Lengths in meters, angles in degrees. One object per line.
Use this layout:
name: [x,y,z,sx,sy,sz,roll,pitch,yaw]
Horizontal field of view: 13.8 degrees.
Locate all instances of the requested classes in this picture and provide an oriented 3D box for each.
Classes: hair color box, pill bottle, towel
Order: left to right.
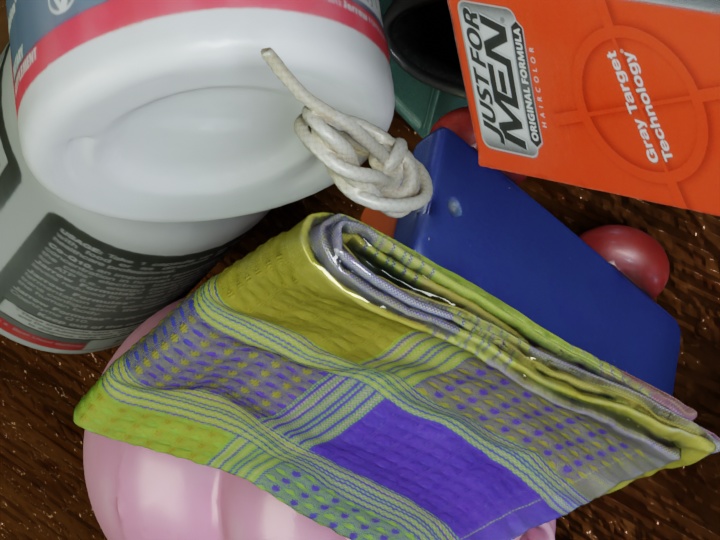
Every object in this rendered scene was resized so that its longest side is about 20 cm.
pill bottle: [-0.087,-0.048,1.101,0.114,0.113,0.200,61,154,5]
pill bottle: [-0.060,-0.129,0.954,0.120,0.119,0.201,126,140,-57]
towel: [0.005,0.045,0.905,0.143,0.023,0.200,28,153,-18]
hair color box: [0.129,-0.058,0.742,0.199,0.101,0.062,13,127,41]

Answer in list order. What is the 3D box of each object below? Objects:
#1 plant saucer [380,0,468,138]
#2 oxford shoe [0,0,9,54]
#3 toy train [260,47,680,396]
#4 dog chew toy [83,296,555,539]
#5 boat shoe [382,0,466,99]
plant saucer: [-0.023,-0.127,1.048,0.200,0.019,0.070,47,147,26]
oxford shoe: [-0.157,-0.175,1.173,0.071,0.071,0.201,12,121,56]
toy train: [0.000,0.000,0.931,0.115,0.085,0.200,-21,134,39]
dog chew toy: [-0.010,0.077,1.091,0.199,0.124,0.125,15,125,43]
boat shoe: [0.083,-0.058,0.891,0.200,0.057,0.067,23,131,50]
